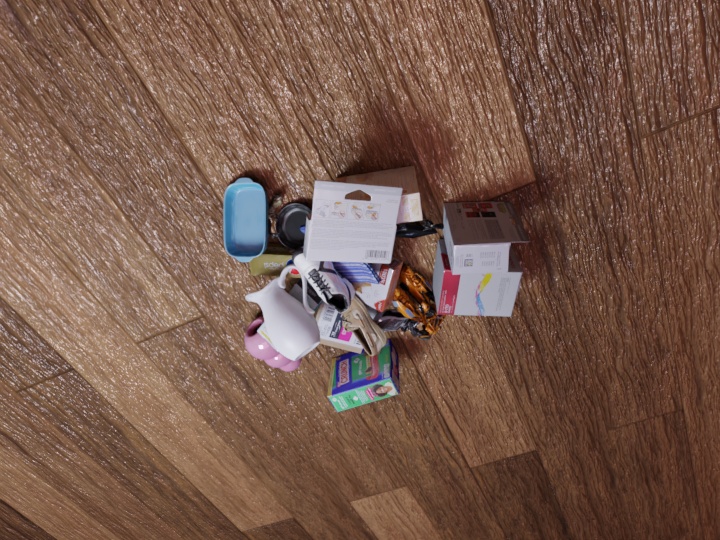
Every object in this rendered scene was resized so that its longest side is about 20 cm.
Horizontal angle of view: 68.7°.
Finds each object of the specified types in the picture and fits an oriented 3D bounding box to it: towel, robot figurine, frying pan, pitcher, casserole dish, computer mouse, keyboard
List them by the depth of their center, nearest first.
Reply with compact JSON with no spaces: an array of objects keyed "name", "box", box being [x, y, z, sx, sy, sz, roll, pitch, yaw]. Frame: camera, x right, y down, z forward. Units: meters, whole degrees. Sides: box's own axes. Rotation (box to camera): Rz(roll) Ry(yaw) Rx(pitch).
[{"name":"towel","box":[-0.050,-0.038,1.252,0.144,0.024,0.201,0,137,50]},{"name":"keyboard","box":[0.138,-0.100,1.267,0.125,0.199,0.021,-10,87,29]},{"name":"casserole dish","box":[-0.276,-0.123,1.289,0.119,0.039,0.204,1,93,20]},{"name":"pitcher","box":[-0.169,0.103,1.306,0.171,0.121,0.201,-39,79,19]},{"name":"frying pan","box":[-0.125,-0.111,1.318,0.187,0.031,0.117,0,97,17]},{"name":"robot figurine","box":[0.157,0.091,1.423,0.200,0.146,0.058,46,151,-15]},{"name":"computer mouse","box":[0.100,0.132,1.463,0.198,0.044,0.110,4,138,-44]}]

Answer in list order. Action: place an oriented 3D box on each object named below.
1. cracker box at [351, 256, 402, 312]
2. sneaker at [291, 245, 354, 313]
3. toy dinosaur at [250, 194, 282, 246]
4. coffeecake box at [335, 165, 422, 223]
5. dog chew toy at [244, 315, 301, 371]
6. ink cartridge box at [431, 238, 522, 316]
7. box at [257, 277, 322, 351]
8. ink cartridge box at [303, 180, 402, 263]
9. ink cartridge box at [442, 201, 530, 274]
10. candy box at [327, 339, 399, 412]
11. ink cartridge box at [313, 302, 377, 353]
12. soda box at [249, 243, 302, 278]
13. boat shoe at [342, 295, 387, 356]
[{"name":"cracker box","box":[0.000,0.000,1.353,0.198,0.058,0.136,27,125,20]},{"name":"sneaker","box":[-0.086,0.022,1.269,0.073,0.080,0.200,-38,113,24]},{"name":"toy dinosaur","box":[-0.255,-0.113,1.331,0.198,0.047,0.089,-29,75,23]},{"name":"coffeecake box","box":[0.039,-0.170,1.236,0.196,0.154,0.074,-8,124,6]},{"name":"dog chew toy","box":[-0.243,0.221,1.525,0.123,0.126,0.200,-27,128,18]},{"name":"ink cartridge box","box":[0.296,0.019,1.364,0.196,0.146,0.147,2,124,0]},{"name":"box","box":[-0.180,0.112,1.395,0.082,0.049,0.200,42,103,4]},{"name":"ink cartridge box","box":[-0.018,-0.106,1.137,0.196,0.044,0.176,2,112,-16]},{"name":"ink cartridge box","box":[0.294,-0.083,1.263,0.172,0.201,0.085,-2,125,3]},{"name":"candy box","box":[0.010,0.307,1.544,0.197,0.170,0.078,-22,118,14]},{"name":"ink cartridge box","box":[-0.045,0.123,1.480,0.162,0.076,0.202,15,122,-8]},{"name":"soda box","box":[-0.186,-0.026,1.355,0.196,0.068,0.065,2,118,16]},{"name":"boat shoe","box":[-0.012,0.130,1.363,0.201,0.064,0.071,49,149,1]}]
